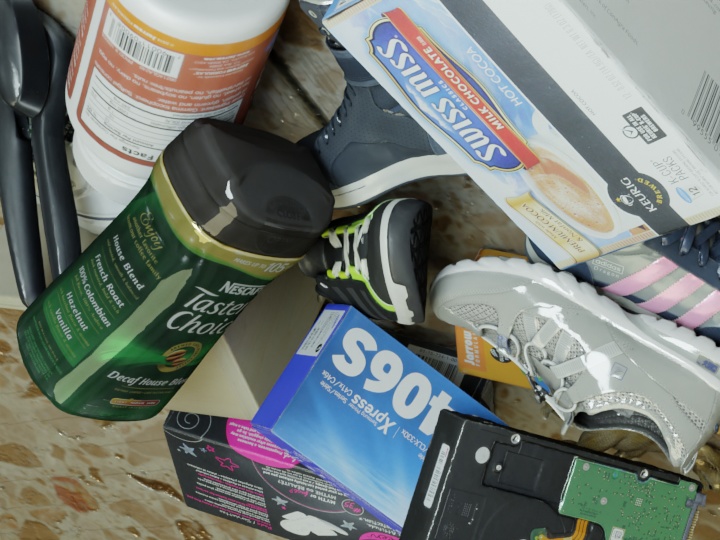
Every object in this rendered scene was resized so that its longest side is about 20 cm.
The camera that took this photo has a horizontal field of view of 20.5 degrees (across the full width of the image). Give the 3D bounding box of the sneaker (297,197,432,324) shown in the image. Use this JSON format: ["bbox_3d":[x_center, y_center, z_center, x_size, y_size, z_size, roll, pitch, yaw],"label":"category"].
[{"bbox_3d":[0.000,0.000,1.229,0.082,0.072,0.200,4,170,0],"label":"sneaker"}]

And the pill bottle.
[{"bbox_3d":[-0.114,-0.126,1.175,0.112,0.113,0.200,27,145,-1],"label":"pill bottle"}]

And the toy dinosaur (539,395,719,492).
[{"bbox_3d":[0.161,0.101,1.318,0.199,0.059,0.101,22,156,-39],"label":"toy dinosaur"}]

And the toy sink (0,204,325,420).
[{"bbox_3d":[-0.140,0.013,1.346,0.199,0.131,0.112,5,139,26],"label":"toy sink"}]

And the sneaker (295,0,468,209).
[{"bbox_3d":[-0.002,-0.116,1.151,0.202,0.077,0.146,-13,124,47],"label":"sneaker"}]

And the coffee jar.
[{"bbox_3d":[-0.108,0.000,1.170,0.104,0.086,0.200,9,133,-47],"label":"coffee jar"}]

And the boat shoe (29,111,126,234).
[{"bbox_3d":[-0.191,-0.074,1.316,0.199,0.074,0.067,9,143,24],"label":"boat shoe"}]

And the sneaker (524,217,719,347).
[{"bbox_3d":[0.191,-0.009,1.164,0.199,0.070,0.082,16,147,13],"label":"sneaker"}]

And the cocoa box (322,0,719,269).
[{"bbox_3d":[0.106,-0.123,1.023,0.200,0.134,0.131,44,140,-22],"label":"cocoa box"}]

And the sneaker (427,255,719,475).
[{"bbox_3d":[0.124,0.053,1.173,0.199,0.082,0.075,21,164,21],"label":"sneaker"}]

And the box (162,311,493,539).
[{"bbox_3d":[-0.017,0.115,1.393,0.199,0.133,0.115,16,146,15],"label":"box"}]

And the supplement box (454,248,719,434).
[{"bbox_3d":[0.161,0.046,1.255,0.199,0.069,0.067,13,140,21],"label":"supplement box"}]

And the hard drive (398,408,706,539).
[{"bbox_3d":[0.116,0.176,1.248,0.199,0.141,0.038,16,-178,-28],"label":"hard drive"}]

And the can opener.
[{"bbox_3d":[-0.210,-0.074,1.258,0.063,0.078,0.201,-6,89,33],"label":"can opener"}]

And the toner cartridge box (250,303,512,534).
[{"bbox_3d":[0.037,0.116,1.262,0.200,0.095,0.043,37,169,-18],"label":"toner cartridge box"}]
